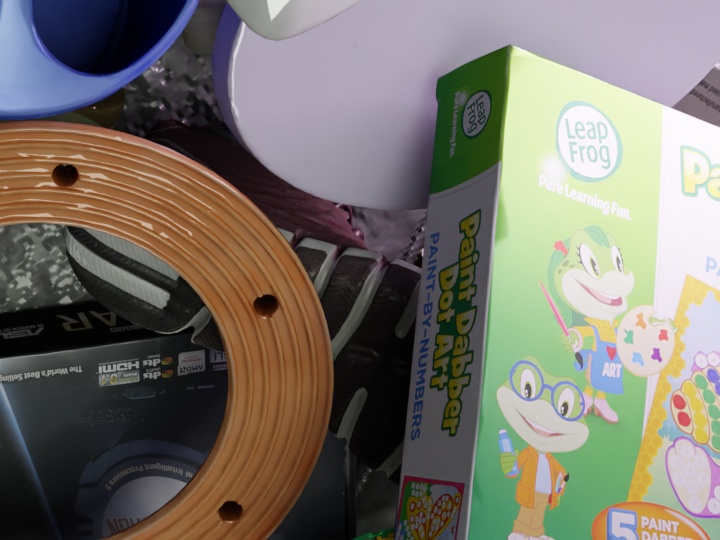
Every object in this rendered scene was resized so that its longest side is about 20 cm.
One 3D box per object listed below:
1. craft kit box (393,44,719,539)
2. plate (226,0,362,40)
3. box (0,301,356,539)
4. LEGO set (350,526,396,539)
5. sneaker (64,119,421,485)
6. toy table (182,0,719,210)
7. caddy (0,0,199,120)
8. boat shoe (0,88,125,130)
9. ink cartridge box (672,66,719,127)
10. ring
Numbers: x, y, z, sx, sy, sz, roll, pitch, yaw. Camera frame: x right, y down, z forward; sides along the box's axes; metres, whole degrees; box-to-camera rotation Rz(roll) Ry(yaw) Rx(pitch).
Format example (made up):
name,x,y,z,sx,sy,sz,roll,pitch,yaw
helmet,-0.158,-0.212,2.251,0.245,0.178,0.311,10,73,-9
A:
name,x,y,z,sx,sy,sz,roll,pitch,yaw
craft kit box,0.107,0.049,0.893,0.200,0.049,0.198,18,64,-31
plate,-0.011,-0.191,0.847,0.200,0.032,0.200,-31,82,-33
box,-0.102,0.093,1.020,0.200,0.044,0.160,-6,112,-17
LEGO set,0.006,0.160,0.936,0.154,0.200,0.116,3,68,-56
sneaker,0.000,0.000,0.968,0.200,0.116,0.076,32,120,-4
toy table,0.031,-0.107,0.950,0.200,0.117,0.184,-11,113,-16
caddy,-0.122,-0.140,0.852,0.141,0.105,0.200,-1,78,-22
boat shoe,-0.182,-0.055,0.918,0.201,0.072,0.066,9,114,-18
ink cartridge box,0.128,0.040,1.059,0.146,0.084,0.200,37,94,-27
ring,-0.109,0.038,0.908,0.200,0.019,0.200,-4,120,-7
